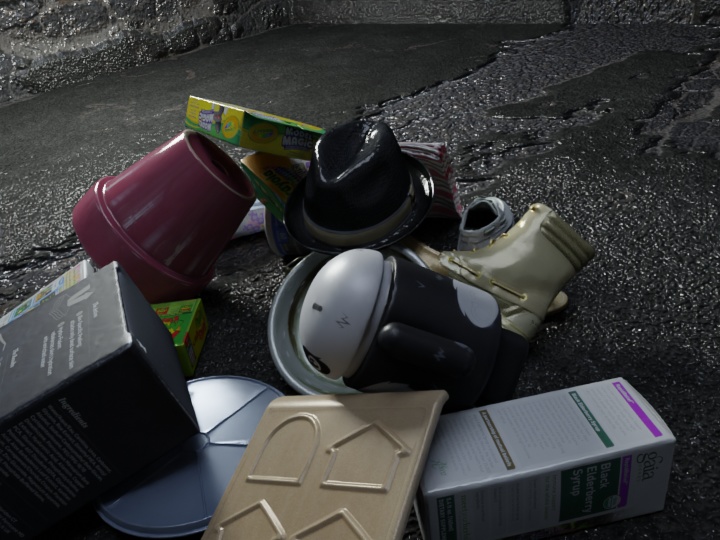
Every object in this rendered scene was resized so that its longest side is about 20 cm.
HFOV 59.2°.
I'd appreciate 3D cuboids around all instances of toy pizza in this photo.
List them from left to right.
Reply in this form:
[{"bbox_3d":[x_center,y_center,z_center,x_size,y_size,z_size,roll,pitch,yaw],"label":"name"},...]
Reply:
[{"bbox_3d":[-0.155,0.175,0.608,0.199,0.032,0.200,-6,30,4],"label":"toy pizza"}]

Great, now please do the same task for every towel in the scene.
[{"bbox_3d":[0.072,-0.129,0.967,0.146,0.200,0.030,4,66,20],"label":"towel"}]

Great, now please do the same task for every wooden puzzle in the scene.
[{"bbox_3d":[-0.033,0.178,0.480,0.185,0.046,0.200,-11,36,37],"label":"wooden puzzle"}]

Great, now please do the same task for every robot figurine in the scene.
[{"bbox_3d":[0.044,0.060,0.565,0.199,0.150,0.125,21,50,-10],"label":"robot figurine"}]

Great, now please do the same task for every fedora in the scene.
[{"bbox_3d":[-0.007,-0.111,0.738,0.200,0.092,0.201,-6,43,6],"label":"fedora"}]

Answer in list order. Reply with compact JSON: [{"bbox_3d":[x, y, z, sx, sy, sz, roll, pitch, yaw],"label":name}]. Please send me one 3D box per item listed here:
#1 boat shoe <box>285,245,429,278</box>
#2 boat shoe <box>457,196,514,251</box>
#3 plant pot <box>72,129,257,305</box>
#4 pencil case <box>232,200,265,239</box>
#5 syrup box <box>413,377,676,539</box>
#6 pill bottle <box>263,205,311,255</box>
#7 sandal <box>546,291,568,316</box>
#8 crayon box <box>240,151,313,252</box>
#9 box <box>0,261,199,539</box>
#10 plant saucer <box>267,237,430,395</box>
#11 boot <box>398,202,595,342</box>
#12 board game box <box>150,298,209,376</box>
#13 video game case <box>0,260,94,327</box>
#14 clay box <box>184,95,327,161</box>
[{"bbox_3d":[0.000,0.000,0.811,0.199,0.069,0.075,-16,27,6],"label":"boat shoe"},{"bbox_3d":[0.187,-0.074,0.936,0.073,0.067,0.200,3,30,17],"label":"boat shoe"},{"bbox_3d":[-0.245,-0.080,0.848,0.179,0.200,0.200,-42,26,13],"label":"plant pot"},{"bbox_3d":[-0.189,-0.096,1.044,0.199,0.083,0.091,-15,9,-12],"label":"pencil case"},{"bbox_3d":[0.141,0.159,0.516,0.199,0.079,0.082,-10,30,-5],"label":"syrup box"},{"bbox_3d":[-0.033,-0.080,0.950,0.199,0.114,0.114,-1,30,12],"label":"pill bottle"},{"bbox_3d":[0.150,0.008,0.794,0.211,0.070,0.078,4,31,20],"label":"sandal"},{"bbox_3d":[-0.065,-0.113,0.865,0.119,0.058,0.200,-30,46,-19],"label":"crayon box"},{"bbox_3d":[-0.279,0.116,0.596,0.200,0.118,0.197,-32,30,-9],"label":"box"},{"bbox_3d":[-0.003,0.059,0.709,0.199,0.050,0.201,-7,62,14],"label":"plant saucer"},{"bbox_3d":[0.148,-0.021,0.736,0.200,0.073,0.156,37,82,26],"label":"boot"},{"bbox_3d":[-0.297,0.090,0.775,0.199,0.048,0.102,-7,29,2],"label":"board game box"},{"bbox_3d":[-0.403,0.069,0.769,0.182,0.024,0.200,-38,25,-11],"label":"video game case"},{"bbox_3d":[-0.135,-0.182,0.822,0.115,0.048,0.200,4,16,-38],"label":"clay box"}]
